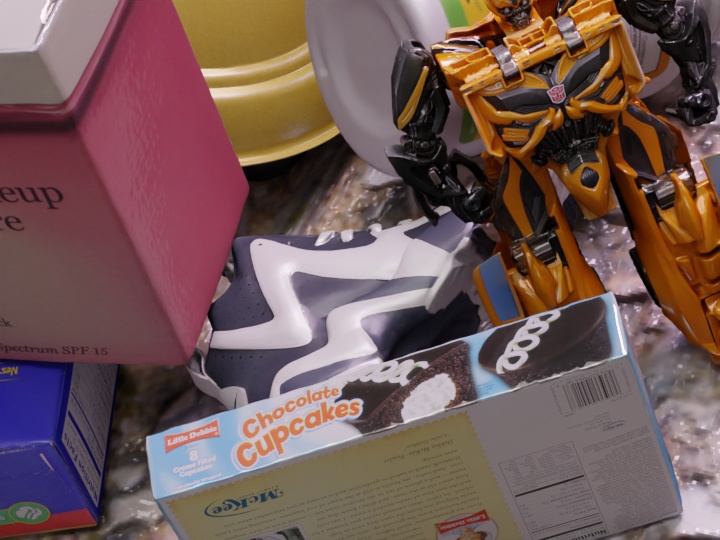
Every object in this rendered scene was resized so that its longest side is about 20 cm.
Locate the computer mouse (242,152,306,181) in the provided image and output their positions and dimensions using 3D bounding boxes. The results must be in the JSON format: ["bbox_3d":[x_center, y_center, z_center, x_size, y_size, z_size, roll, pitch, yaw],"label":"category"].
[{"bbox_3d":[-0.068,-0.122,1.267,0.058,0.034,0.201,-24,48,3],"label":"computer mouse"}]

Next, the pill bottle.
[{"bbox_3d":[0.084,-0.122,1.125,0.199,0.112,0.111,-20,43,-28],"label":"pill bottle"}]

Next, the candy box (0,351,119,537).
[{"bbox_3d":[-0.200,0.030,1.168,0.168,0.077,0.201,-7,50,14],"label":"candy box"}]

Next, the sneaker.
[{"bbox_3d":[0.000,0.000,1.112,0.129,0.080,0.200,26,68,33],"label":"sneaker"}]

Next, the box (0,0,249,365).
[{"bbox_3d":[-0.143,-0.063,1.042,0.127,0.201,0.109,2,51,20],"label":"box"}]

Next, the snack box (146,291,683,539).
[{"bbox_3d":[0.025,0.084,1.010,0.199,0.116,0.037,-17,48,7],"label":"snack box"}]

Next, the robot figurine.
[{"bbox_3d":[0.096,-0.035,1.022,0.144,0.201,0.058,-25,28,1],"label":"robot figurine"}]

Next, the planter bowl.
[{"bbox_3d":[-0.083,-0.142,1.203,0.199,0.084,0.201,6,40,-5],"label":"planter bowl"}]
